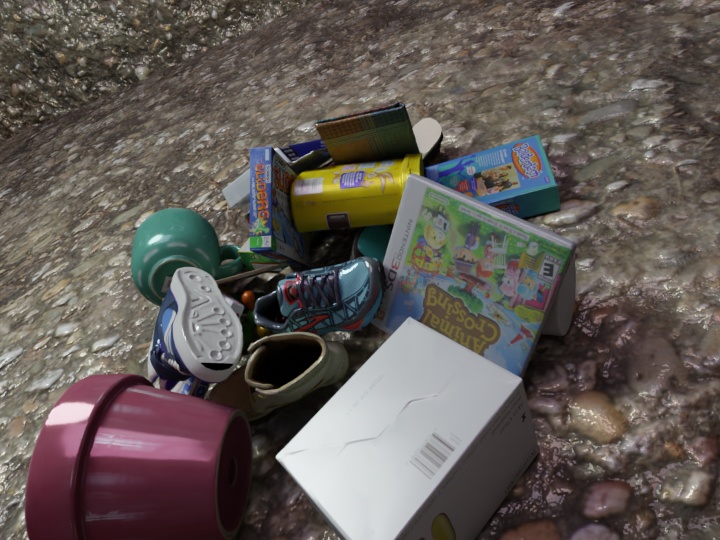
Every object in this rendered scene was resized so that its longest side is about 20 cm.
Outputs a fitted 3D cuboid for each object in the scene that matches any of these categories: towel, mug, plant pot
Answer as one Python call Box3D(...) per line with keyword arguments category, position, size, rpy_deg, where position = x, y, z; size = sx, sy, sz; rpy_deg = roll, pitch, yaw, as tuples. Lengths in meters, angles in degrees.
Box3D(category="towel", position=(0.023, -0.191, 0.861), size=(0.141, 0.201, 0.023), rpy_deg=(-9, 67, 13))
Box3D(category="mug", position=(-0.303, -0.019, 0.928), size=(0.180, 0.155, 0.115), rpy_deg=(-27, 37, -2))
Box3D(category="plant pot", position=(-0.217, 0.216, 0.581), size=(0.171, 0.205, 0.204), rpy_deg=(-1, 40, 6))

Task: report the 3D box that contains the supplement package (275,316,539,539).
Box3D(category="supplement package", position=(0.049, 0.176, 0.518), size=(0.199, 0.113, 0.154), rpy_deg=(-42, 39, -20))

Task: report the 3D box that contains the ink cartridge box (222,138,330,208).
Box3D(category="ink cartridge box", position=(-0.118, -0.188, 0.943), size=(0.196, 0.042, 0.199), rpy_deg=(-27, 6, 28))

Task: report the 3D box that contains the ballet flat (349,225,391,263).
Box3D(category="ballet flat", position=(0.000, 0.000, 0.801), size=(0.063, 0.067, 0.203), rpy_deg=(-38, 22, 37))

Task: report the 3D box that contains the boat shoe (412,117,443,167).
Box3D(category="boat shoe", position=(0.073, -0.188, 0.983), size=(0.200, 0.063, 0.074), rpy_deg=(-43, 72, -1))

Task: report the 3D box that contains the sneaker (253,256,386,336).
Box3D(category="sneaker", position=(-0.056, 0.039, 0.650), size=(0.197, 0.094, 0.082), rpy_deg=(-28, 60, 35))

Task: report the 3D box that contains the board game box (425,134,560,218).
Box3D(category="board game box", position=(0.200, -0.133, 0.848), size=(0.193, 0.046, 0.155), rpy_deg=(-14, 38, 18))

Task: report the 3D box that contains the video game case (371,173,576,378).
Box3D(category="video game case", position=(0.109, 0.018, 0.589), size=(0.196, 0.188, 0.022), rpy_deg=(28, 23, 28))

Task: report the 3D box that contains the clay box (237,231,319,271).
Box3D(category="clay box", position=(-0.125, -0.085, 0.985), size=(0.112, 0.048, 0.202), rpy_deg=(2, 44, 36))

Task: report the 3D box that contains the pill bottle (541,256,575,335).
Box3D(category="pill bottle", position=(0.149, 0.018, 0.644), size=(0.194, 0.115, 0.115), rpy_deg=(4, 45, 33))

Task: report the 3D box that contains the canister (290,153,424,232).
Box3D(category="canister", position=(0.001, -0.119, 0.827), size=(0.192, 0.090, 0.149), rpy_deg=(-4, 22, 11))

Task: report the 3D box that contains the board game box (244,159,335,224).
Box3D(category="board game box", position=(-0.116, -0.147, 0.969), size=(0.195, 0.020, 0.103), rpy_deg=(-30, 16, 3))

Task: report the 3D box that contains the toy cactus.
Box3D(category="toy cactus", position=(-0.151, 0.047, 0.823), size=(0.194, 0.105, 0.166), rpy_deg=(-9, 29, 35))

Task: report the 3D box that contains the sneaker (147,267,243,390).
Box3D(category="sneaker", position=(-0.206, 0.107, 0.648), size=(0.078, 0.150, 0.201), rpy_deg=(9, 26, -33))

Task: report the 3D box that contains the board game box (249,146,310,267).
Box3D(category="board game box", position=(-0.116, -0.085, 0.806), size=(0.033, 0.200, 0.141), rpy_deg=(-2, 84, 9))

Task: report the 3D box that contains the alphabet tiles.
Box3D(category="alphabet tiles", position=(-0.207, 0.017, 0.823), size=(0.163, 0.008, 0.198), rpy_deg=(-17, 2, -30))

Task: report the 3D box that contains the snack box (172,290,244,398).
Box3D(category="snack box", position=(-0.223, 0.130, 0.734), size=(0.071, 0.024, 0.206), rpy_deg=(21, 86, 48))

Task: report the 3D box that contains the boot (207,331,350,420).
Box3D(category="boot", position=(-0.115, 0.128, 0.637), size=(0.193, 0.155, 0.074), rpy_deg=(-21, 76, 4))
